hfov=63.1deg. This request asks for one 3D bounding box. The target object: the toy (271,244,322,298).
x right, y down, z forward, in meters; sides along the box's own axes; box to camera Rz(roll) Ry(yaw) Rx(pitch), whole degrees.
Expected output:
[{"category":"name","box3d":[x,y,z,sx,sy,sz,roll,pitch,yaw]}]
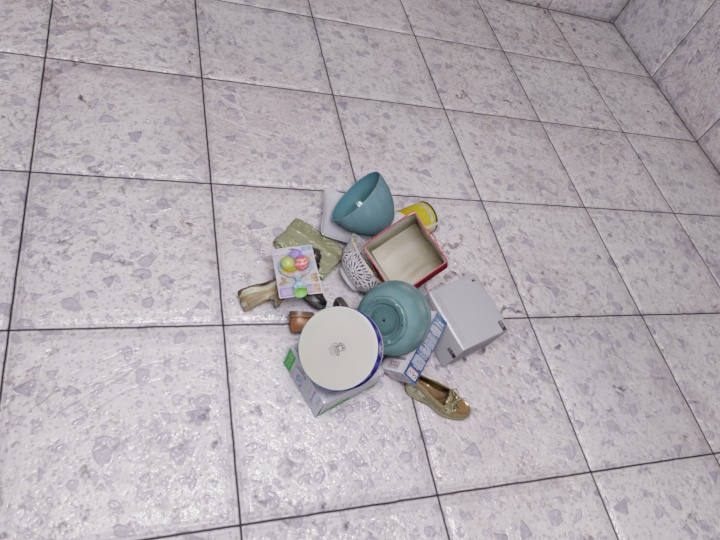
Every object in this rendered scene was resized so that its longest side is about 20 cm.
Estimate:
[{"category":"toy","box3d":[-0.173,-0.013,1.574,0.114,0.048,0.201,-7,45,-10]}]

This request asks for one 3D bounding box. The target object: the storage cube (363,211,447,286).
[{"category":"storage cube","box3d":[0.130,-0.038,1.666,0.199,0.180,0.172,-34,81,5]}]

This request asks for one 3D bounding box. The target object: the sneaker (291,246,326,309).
[{"category":"sneaker","box3d":[-0.141,0.010,1.673,0.200,0.114,0.076,54,16,21]}]

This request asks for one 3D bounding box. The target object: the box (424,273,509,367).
[{"category":"box","box3d":[0.293,0.144,1.733,0.199,0.131,0.200,-18,68,-32]}]

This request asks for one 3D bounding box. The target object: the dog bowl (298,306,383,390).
[{"category":"dog bowl","box3d":[-0.047,0.188,1.415,0.198,0.079,0.202,-1,82,10]}]

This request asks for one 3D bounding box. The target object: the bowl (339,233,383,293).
[{"category":"bowl","box3d":[0.000,0.000,1.732,0.201,0.094,0.201,52,12,-16]}]

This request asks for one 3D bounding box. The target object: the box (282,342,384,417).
[{"category":"box","box3d":[-0.069,0.252,1.537,0.199,0.097,0.177,-22,66,-33]}]

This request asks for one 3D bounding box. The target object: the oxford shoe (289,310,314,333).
[{"category":"oxford shoe","box3d":[-0.104,0.153,1.630,0.198,0.071,0.072,5,81,-19]}]

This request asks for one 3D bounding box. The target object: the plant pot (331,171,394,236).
[{"category":"plant pot","box3d":[0.027,-0.183,1.800,0.135,0.199,0.201,44,45,-23]}]

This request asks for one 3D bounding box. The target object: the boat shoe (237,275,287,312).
[{"category":"boat shoe","box3d":[-0.232,0.065,1.610,0.198,0.072,0.077,-18,81,0]}]

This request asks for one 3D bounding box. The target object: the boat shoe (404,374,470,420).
[{"category":"boat shoe","box3d":[0.218,0.346,1.608,0.198,0.063,0.074,24,49,-4]}]

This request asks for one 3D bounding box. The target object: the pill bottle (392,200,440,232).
[{"category":"pill bottle","box3d":[0.156,-0.149,1.916,0.199,0.113,0.113,-24,67,-34]}]

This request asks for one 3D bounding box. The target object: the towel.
[{"category":"towel","box3d":[-0.151,-0.070,1.781,0.199,0.037,0.149,34,49,4]}]

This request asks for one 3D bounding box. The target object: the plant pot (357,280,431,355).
[{"category":"plant pot","box3d":[0.072,0.126,1.507,0.200,0.201,0.134,45,12,14]}]

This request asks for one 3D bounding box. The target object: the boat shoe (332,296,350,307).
[{"category":"boat shoe","box3d":[-0.046,0.155,1.517,0.056,0.067,0.201,-2,57,-28]}]

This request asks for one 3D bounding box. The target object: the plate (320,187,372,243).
[{"category":"plate","box3d":[-0.039,-0.154,1.875,0.198,0.032,0.201,19,49,-23]}]

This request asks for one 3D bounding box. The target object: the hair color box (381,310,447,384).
[{"category":"hair color box","box3d":[0.147,0.206,1.614,0.061,0.100,0.201,45,66,-29]}]
